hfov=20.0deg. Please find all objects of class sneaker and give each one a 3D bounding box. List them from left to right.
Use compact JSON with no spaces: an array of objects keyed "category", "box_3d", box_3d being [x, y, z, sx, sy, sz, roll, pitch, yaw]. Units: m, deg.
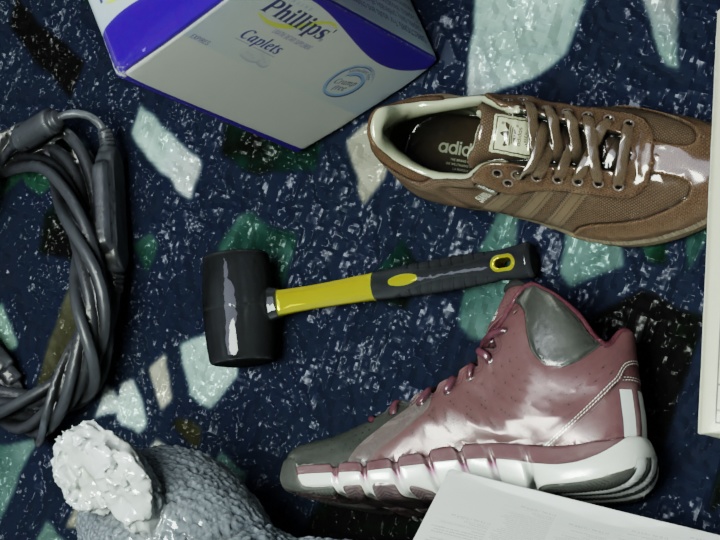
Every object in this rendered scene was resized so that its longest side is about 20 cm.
[{"category":"sneaker","box_3d":[0.055,0.064,1.050,0.199,0.076,0.116,-4,74,20]},{"category":"sneaker","box_3d":[0.094,-0.054,1.037,0.199,0.075,0.071,4,83,32]}]

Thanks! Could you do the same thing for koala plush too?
[{"category":"koala plush","box_3d":[-0.074,0.166,1.055,0.184,0.177,0.200,-45,61,4]}]

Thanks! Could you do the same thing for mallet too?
[{"category":"mallet","box_3d":[0.000,0.000,1.110,0.199,0.041,0.066,-17,76,23]}]

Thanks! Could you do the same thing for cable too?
[{"category":"cable","box_3d":[-0.209,0.007,1.222,0.162,0.051,0.201,-12,76,29]}]

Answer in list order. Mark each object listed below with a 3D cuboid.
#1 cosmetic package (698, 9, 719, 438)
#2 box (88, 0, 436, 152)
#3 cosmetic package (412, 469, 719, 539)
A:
[{"category":"cosmetic package","box_3d":[0.222,-0.018,0.947,0.103,0.087,0.201,1,83,31]},{"category":"box","box_3d":[-0.074,-0.188,1.098,0.105,0.184,0.201,-32,66,21]},{"category":"cosmetic package","box_3d":[0.121,0.158,0.948,0.199,0.083,0.051,13,125,18]}]
